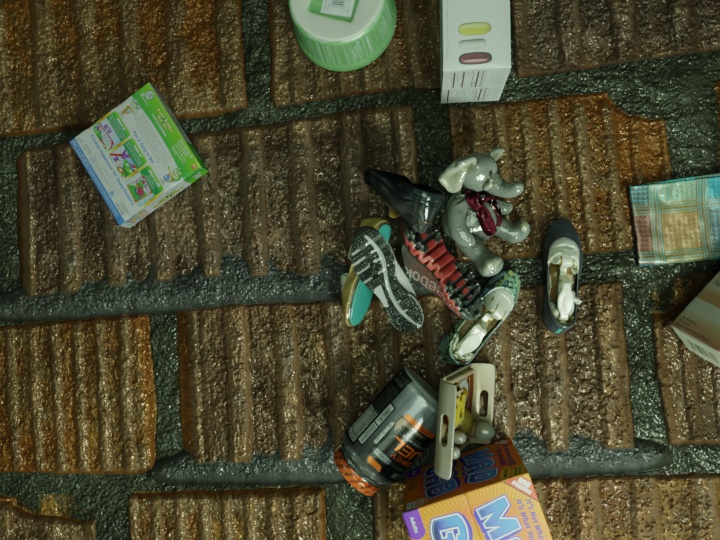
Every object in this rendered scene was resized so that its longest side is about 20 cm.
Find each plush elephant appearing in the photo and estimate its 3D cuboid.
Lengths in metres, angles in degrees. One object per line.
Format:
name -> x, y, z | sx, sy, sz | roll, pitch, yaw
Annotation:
plush elephant -> 0.204, -0.124, 0.960 | 0.200, 0.164, 0.156 | 39, 138, 22

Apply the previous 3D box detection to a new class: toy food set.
toy food set -> 0.179, 0.239, 0.940 | 0.060, 0.199, 0.145 | 4, 93, 29

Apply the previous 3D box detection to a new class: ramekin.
ramekin -> -0.035, -0.478, 1.039 | 0.197, 0.098, 0.203 | 0, 88, 7

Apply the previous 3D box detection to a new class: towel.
towel -> 0.574, -0.089, 0.990 | 0.197, 0.022, 0.149 | -6, 87, 7

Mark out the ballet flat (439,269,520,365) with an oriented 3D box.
ballet flat -> 0.218, 0.088, 1.002 | 0.074, 0.074, 0.201 | 37, 94, 7

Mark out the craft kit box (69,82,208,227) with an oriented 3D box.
craft kit box -> -0.427, -0.221, 1.106 | 0.197, 0.049, 0.201 | -33, 84, 7

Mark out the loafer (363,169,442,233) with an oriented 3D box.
loafer -> 0.060, -0.126, 0.988 | 0.072, 0.200, 0.073 | 4, 110, -30

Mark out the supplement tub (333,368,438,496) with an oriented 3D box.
supplement tub -> 0.053, 0.279, 0.988 | 0.122, 0.122, 0.200 | 42, 94, 7

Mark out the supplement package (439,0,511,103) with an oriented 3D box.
supplement package -> 0.191, -0.412, 0.980 | 0.109, 0.156, 0.203 | -1, 87, 6

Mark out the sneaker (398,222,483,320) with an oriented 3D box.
sneaker -> 0.135, 0.007, 1.004 | 0.071, 0.098, 0.201 | -32, 80, -30

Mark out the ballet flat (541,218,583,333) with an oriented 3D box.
ballet flat -> 0.351, 0.009, 0.990 | 0.072, 0.073, 0.203 | 4, 88, 7

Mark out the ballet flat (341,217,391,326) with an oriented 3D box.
ballet flat -> 0.000, 0.000, 1.045 | 0.063, 0.068, 0.202 | 18, 87, 35

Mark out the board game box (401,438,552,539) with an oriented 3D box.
board game box -> 0.195, 0.422, 0.926 | 0.198, 0.200, 0.202 | -20, 86, 6

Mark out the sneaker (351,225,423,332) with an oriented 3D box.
sneaker -> 0.042, 0.012, 1.001 | 0.073, 0.080, 0.201 | -25, 105, 8

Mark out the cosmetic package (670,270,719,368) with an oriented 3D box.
cosmetic package -> 0.621, 0.057, 0.926 | 0.087, 0.103, 0.200 | 40, 92, -29
